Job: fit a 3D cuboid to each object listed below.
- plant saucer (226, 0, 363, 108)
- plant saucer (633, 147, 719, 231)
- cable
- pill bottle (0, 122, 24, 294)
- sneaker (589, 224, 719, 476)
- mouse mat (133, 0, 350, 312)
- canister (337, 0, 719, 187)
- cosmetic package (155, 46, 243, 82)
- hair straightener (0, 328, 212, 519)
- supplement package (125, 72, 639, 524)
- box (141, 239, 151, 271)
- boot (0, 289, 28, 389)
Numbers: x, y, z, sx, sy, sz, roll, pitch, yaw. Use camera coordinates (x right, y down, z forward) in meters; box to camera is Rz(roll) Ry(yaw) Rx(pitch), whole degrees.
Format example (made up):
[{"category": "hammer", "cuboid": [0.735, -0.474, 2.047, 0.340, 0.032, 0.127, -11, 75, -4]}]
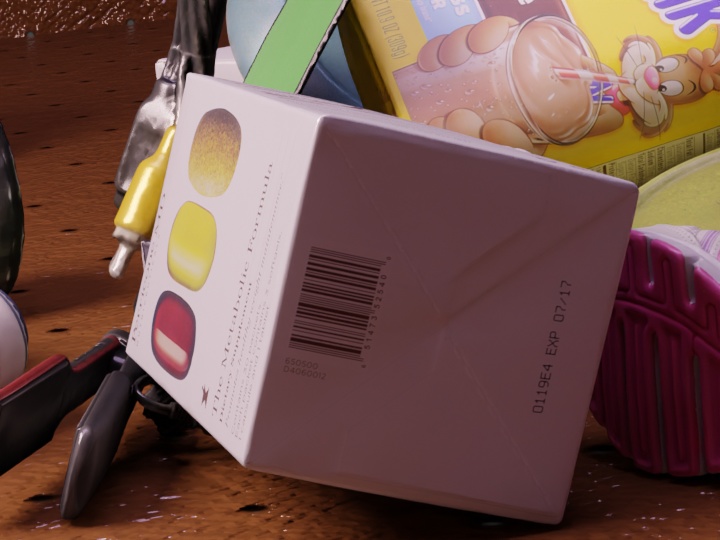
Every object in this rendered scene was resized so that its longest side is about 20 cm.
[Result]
[{"category": "plant saucer", "cuboid": [0.034, -0.113, 1.273, 0.199, 0.201, 0.027, -11, -32, -30]}, {"category": "plant saucer", "cuboid": [0.173, -0.012, 1.021, 0.198, 0.031, 0.200, -12, 25, 6]}, {"category": "cable", "cuboid": [-0.076, -0.089, 1.296, 0.050, 0.201, 0.097, 23, 10, 22]}, {"category": "pill bottle", "cuboid": [-0.270, -0.020, 1.249, 0.199, 0.113, 0.112, -11, 11, -29]}, {"category": "sneaker", "cuboid": [0.151, 0.028, 0.856, 0.088, 0.082, 0.199, -12, 20, -41]}, {"category": "mouse mat", "cuboid": [-0.051, -0.055, 1.138, 0.007, 0.201, 0.161, 25, 8, -11]}, {"category": "canister", "cuboid": [0.100, -0.098, 1.137, 0.199, 0.087, 0.149, -18, 54, -5]}, {"category": "cosmetic package", "cuboid": [-0.002, -0.068, 1.388, 0.199, 0.109, 0.085, 2, 12, 30]}, {"category": "hair straightener", "cuboid": [-0.080, 0.056, 0.965, 0.076, 0.041, 0.200, 16, 8, 8]}, {"category": "supplement package", "cuboid": [-0.001, 0.003, 0.891, 0.109, 0.115, 0.200, 12, 4, -17]}, {"category": "box", "cuboid": [0.000, 0.000, 1.203, 0.110, 0.035, 0.199, -14, 13, -38]}, {"category": "boot", "cuboid": [-0.186, 0.016, 1.101, 0.199, 0.073, 0.090, 3, 19, 43]}]
